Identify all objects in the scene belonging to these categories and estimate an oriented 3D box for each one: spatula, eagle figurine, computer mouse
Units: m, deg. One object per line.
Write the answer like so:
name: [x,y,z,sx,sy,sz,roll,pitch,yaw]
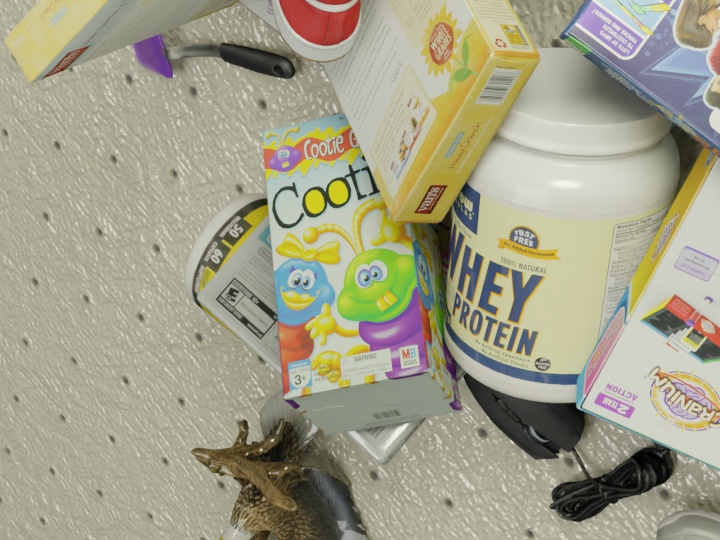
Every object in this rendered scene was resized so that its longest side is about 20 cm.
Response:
spatula: [-0.129,-0.181,1.211,0.199,0.021,0.057,13,133,36]
eagle figurine: [-0.079,0.223,1.336,0.200,0.150,0.152,61,-168,-46]
computer mouse: [0.144,0.098,1.089,0.140,0.046,0.201,-29,91,49]

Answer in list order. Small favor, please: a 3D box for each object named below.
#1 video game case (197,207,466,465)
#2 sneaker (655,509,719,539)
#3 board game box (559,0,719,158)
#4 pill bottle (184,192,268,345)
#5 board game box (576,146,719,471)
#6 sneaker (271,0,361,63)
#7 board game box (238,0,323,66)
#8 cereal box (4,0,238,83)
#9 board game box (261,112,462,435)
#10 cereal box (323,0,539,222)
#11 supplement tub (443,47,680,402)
video game case: [0.004,0.015,1.101,0.200,0.182,0.024,40,175,21]
sneaker: [0.278,0.257,1.024,0.200,0.082,0.075,50,137,11]
board game box: [0.228,-0.124,0.793,0.200,0.034,0.136,37,95,-3]
pill bottle: [-0.038,0.032,1.178,0.200,0.111,0.112,35,132,23]
board game box: [0.241,0.025,0.877,0.152,0.040,0.201,24,114,-2]
sneaker: [-0.037,-0.239,0.880,0.113,0.071,0.201,115,138,-66]
board game box: [-0.016,-0.229,1.053,0.200,0.040,0.153,40,134,20]
cereal box: [-0.129,-0.201,0.986,0.144,0.200,0.040,-31,90,47]
board game box: [0.000,0.000,1.029,0.104,0.103,0.201,-12,67,13]
cereal box: [0.029,-0.151,0.915,0.144,0.039,0.201,-59,42,43]
supplement tub: [0.131,-0.030,0.958,0.145,0.145,0.201,24,127,32]
